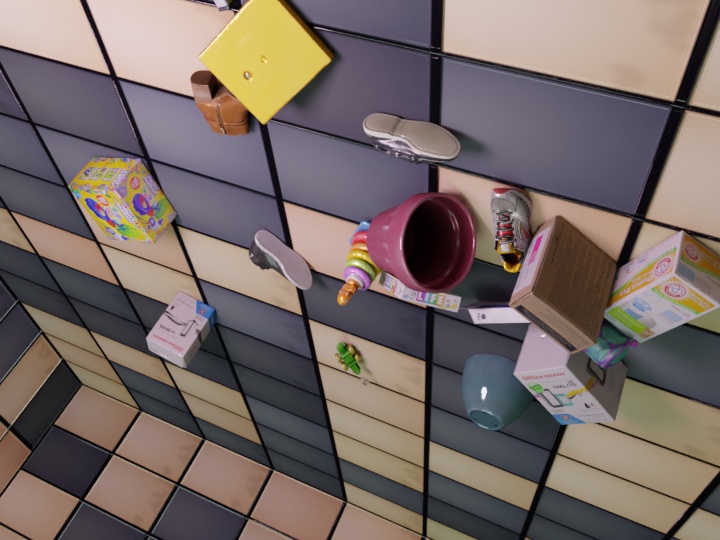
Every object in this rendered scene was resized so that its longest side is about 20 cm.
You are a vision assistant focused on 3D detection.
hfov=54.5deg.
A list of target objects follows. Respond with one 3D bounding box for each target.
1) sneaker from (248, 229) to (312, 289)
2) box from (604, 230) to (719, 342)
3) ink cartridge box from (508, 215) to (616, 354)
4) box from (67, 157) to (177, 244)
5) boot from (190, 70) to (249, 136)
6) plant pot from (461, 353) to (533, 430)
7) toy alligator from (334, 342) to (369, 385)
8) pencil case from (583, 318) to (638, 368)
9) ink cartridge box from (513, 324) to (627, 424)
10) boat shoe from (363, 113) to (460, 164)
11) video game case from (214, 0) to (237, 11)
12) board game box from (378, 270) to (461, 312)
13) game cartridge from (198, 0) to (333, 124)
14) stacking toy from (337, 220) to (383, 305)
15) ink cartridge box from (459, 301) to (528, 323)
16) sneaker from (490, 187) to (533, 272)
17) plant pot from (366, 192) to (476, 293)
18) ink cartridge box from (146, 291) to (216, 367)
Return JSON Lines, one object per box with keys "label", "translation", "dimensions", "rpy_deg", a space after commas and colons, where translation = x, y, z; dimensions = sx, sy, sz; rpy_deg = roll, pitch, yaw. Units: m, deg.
{"label": "sneaker", "translation": [-0.215, -0.017, 1.855], "dimensions": [0.200, 0.071, 0.099], "rpy_deg": [44, 147, -10]}
{"label": "box", "translation": [0.554, 0.034, 1.289], "dimensions": [0.112, 0.102, 0.200], "rpy_deg": [33, 147, -7]}
{"label": "ink cartridge box", "translation": [0.384, 0.026, 1.319], "dimensions": [0.164, 0.202, 0.075], "rpy_deg": [36, 146, -10]}
{"label": "box", "translation": [-0.643, -0.191, 1.903], "dimensions": [0.190, 0.123, 0.201], "rpy_deg": [6, 141, 30]}
{"label": "boot", "translation": [-0.250, -0.336, 1.462], "dimensions": [0.197, 0.074, 0.156], "rpy_deg": [18, 153, 16]}
{"label": "plant pot", "translation": [0.345, 0.332, 1.822], "dimensions": [0.197, 0.136, 0.202], "rpy_deg": [21, 146, 14]}
{"label": "toy alligator", "translation": [-0.030, 0.273, 2.117], "dimensions": [0.201, 0.059, 0.054], "rpy_deg": [58, 180, -38]}
{"label": "pencil case", "translation": [0.452, 0.101, 1.406], "dimensions": [0.201, 0.091, 0.086], "rpy_deg": [51, 157, 29]}
{"label": "ink cartridge box", "translation": [0.471, 0.224, 1.568], "dimensions": [0.200, 0.147, 0.146], "rpy_deg": [44, 144, -21]}
{"label": "boat shoe", "translation": [0.096, -0.234, 1.313], "dimensions": [0.196, 0.075, 0.067], "rpy_deg": [17, 148, 20]}
{"label": "video game case", "translation": [-0.198, -0.522, 1.038], "dimensions": [0.025, 0.202, 0.182], "rpy_deg": [2, 139, 31]}
{"label": "board game box", "translation": [0.128, 0.043, 1.563], "dimensions": [0.132, 0.035, 0.200], "rpy_deg": [14, -175, -14]}
{"label": "game cartridge", "translation": [-0.175, -0.395, 1.292], "dimensions": [0.199, 0.033, 0.176], "rpy_deg": [-34, 114, 29]}
{"label": "stacking toy", "translation": [0.000, 0.000, 1.584], "dimensions": [0.109, 0.202, 0.116], "rpy_deg": [31, 147, -4]}
{"label": "ink cartridge box", "translation": [0.325, 0.092, 1.553], "dimensions": [0.198, 0.099, 0.040], "rpy_deg": [-3, 95, 42]}
{"label": "sneaker", "translation": [0.295, -0.078, 1.360], "dimensions": [0.077, 0.083, 0.201], "rpy_deg": [5, 139, 33]}
{"label": "plant pot", "translation": [0.110, -0.060, 1.447], "dimensions": [0.200, 0.201, 0.178], "rpy_deg": [48, 159, -27]}
{"label": "ink cartridge box", "translation": [-0.587, 0.194, 2.301], "dimensions": [0.144, 0.202, 0.085], "rpy_deg": [24, 148, 7]}
